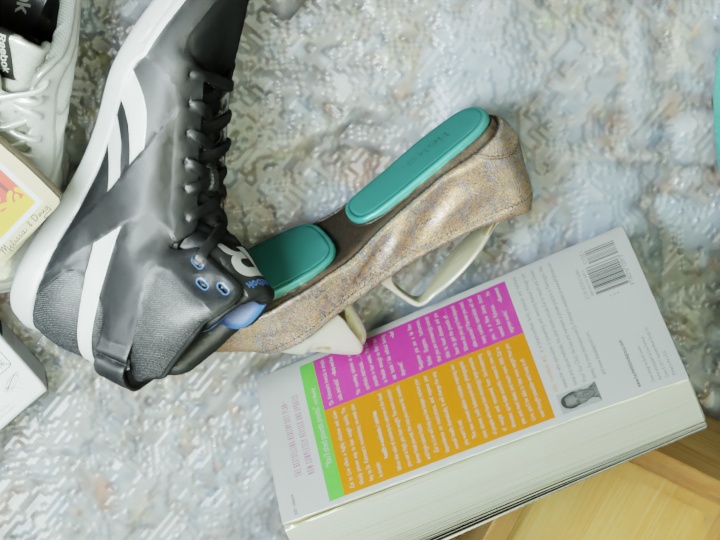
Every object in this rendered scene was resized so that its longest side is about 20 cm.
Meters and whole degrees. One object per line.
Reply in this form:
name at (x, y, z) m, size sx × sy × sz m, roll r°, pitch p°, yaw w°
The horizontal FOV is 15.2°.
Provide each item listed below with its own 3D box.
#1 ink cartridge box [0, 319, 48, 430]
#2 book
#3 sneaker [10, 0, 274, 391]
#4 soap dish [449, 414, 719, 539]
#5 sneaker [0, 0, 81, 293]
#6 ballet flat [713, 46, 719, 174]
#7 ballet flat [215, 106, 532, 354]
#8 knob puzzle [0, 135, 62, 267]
ink cartridge box at (-0.251, 0.013, 1.296) m, size 0.099 × 0.039 × 0.200 m, roll -39°, pitch 109°, yaw 4°
book at (0.053, 0.060, 1.296) m, size 0.199 × 0.134 × 0.048 m, roll -22°, pitch 125°, yaw 5°
sneaker at (-0.074, -0.038, 1.266) m, size 0.112 × 0.073 × 0.201 m, roll 32°, pitch 103°, yaw 20°
soap dish at (0.106, 0.152, 1.367) m, size 0.157 × 0.081 × 0.201 m, roll 26°, pitch 99°, yaw -15°
sneaker at (-0.165, -0.083, 1.261) m, size 0.075 × 0.081 × 0.201 m, roll 5°, pitch 106°, yaw -12°
ballet flat at (0.215, -0.028, 1.338) m, size 0.067 × 0.070 × 0.201 m, roll -7°, pitch 106°, yaw -6°
ballet flat at (0.000, 0.000, 1.317) m, size 0.199 × 0.068 × 0.067 m, roll -32°, pitch 115°, yaw 3°
knob puzzle at (-0.266, -0.034, 1.229) m, size 0.218 × 0.030 × 0.221 m, roll 0°, pitch 114°, yaw 0°
